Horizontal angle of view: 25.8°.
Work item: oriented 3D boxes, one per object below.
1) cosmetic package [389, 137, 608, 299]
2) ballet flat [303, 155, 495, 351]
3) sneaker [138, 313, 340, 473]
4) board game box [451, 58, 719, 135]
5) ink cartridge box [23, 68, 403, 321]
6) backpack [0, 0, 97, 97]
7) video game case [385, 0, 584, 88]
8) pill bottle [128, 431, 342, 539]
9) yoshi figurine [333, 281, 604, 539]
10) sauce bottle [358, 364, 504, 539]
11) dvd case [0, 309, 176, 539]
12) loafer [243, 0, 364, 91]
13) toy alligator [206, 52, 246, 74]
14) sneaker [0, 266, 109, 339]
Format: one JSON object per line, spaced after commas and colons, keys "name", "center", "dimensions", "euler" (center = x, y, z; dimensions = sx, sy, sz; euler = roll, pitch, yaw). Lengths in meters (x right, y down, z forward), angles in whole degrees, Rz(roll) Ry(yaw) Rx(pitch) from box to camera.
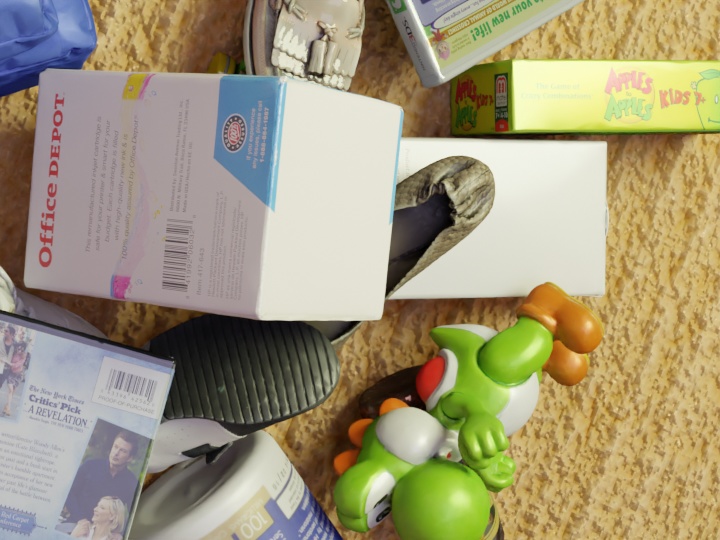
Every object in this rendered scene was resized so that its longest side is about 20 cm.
{"name": "cosmetic package", "center": [0.059, -0.036, 1.047], "dimensions": [0.199, 0.085, 0.108], "euler": [1, 94, -20]}
{"name": "ballet flat", "center": [0.000, 0.000, 0.955], "dimensions": [0.200, 0.046, 0.068], "euler": [-36, 94, 6]}
{"name": "sneaker", "center": [-0.108, 0.080, 0.950], "dimensions": [0.199, 0.089, 0.074], "euler": [-11, 66, 1]}
{"name": "board game box", "center": [0.173, -0.117, 1.073], "dimensions": [0.199, 0.102, 0.048], "euler": [-2, 94, -20]}
{"name": "ink cartridge box", "center": [-0.095, -0.045, 0.911], "dimensions": [0.125, 0.199, 0.129], "euler": [3, 94, -57]}
{"name": "backpack", "center": [-0.243, -0.200, 0.887], "dimensions": [0.162, 0.168, 0.201], "euler": [-19, 92, -19]}
{"name": "video game case", "center": [0.072, -0.239, 1.033], "dimensions": [0.200, 0.022, 0.183], "euler": [-34, 105, -40]}
{"name": "pill bottle", "center": [-0.054, 0.214, 0.995], "dimensions": [0.120, 0.120, 0.200], "euler": [-37, 104, -14]}
{"name": "yoshi figurine", "center": [0.077, 0.107, 0.986], "dimensions": [0.200, 0.112, 0.113], "euler": [-40, 113, -19]}
{"name": "sauce bottle", "center": [0.062, 0.165, 1.070], "dimensions": [0.066, 0.066, 0.201], "euler": [-28, 102, -16]}
{"name": "dvd case", "center": [-0.196, 0.127, 0.869], "dimensions": [0.142, 0.018, 0.201], "euler": [17, 84, -13]}
{"name": "loafer", "center": [-0.027, -0.179, 0.987], "dimensions": [0.072, 0.063, 0.201], "euler": [16, 67, -30]}
{"name": "toy alligator", "center": [-0.084, -0.073, 1.009], "dimensions": [0.059, 0.054, 0.201], "euler": [21, 86, -19]}
{"name": "sneaker", "center": [-0.213, 0.040, 0.939], "dimensions": [0.199, 0.115, 0.074], "euler": [31, 81, -20]}
